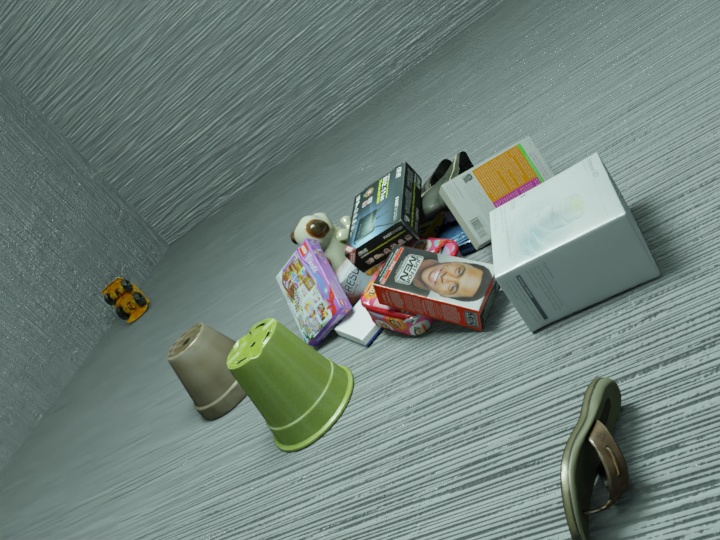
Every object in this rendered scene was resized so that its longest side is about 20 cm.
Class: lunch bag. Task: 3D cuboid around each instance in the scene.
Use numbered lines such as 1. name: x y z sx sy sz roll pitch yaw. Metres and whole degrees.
1. lunch bag: 0.112 0.028 1.132 0.175 0.082 0.201 12 56 43

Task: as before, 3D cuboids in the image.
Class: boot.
1. boot: 0.157 -0.191 1.491 0.174 0.070 0.200 -38 2 42
2. boot: 0.173 -0.174 1.249 0.137 0.078 0.200 -31 11 30

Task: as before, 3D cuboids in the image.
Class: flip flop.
1. flip flop: 0.256 0.199 0.620 0.057 0.082 0.201 1 39 38

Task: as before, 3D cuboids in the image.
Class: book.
1. book: 0.265 -0.144 1.098 0.198 0.135 0.048 -28 -14 -11

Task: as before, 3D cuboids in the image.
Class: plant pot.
1. plant pot: -0.365 0.228 1.428 0.199 0.174 0.201 -33 24 17
2. plant pot: -0.146 0.196 1.107 0.199 0.191 0.201 -34 22 16

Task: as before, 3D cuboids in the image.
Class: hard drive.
1. hard drive: 0.042 0.068 1.255 0.200 0.025 0.131 -48 23 -17

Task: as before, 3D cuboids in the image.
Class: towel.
1. towel: 0.242 -0.092 1.199 0.198 0.049 0.112 -25 26 34

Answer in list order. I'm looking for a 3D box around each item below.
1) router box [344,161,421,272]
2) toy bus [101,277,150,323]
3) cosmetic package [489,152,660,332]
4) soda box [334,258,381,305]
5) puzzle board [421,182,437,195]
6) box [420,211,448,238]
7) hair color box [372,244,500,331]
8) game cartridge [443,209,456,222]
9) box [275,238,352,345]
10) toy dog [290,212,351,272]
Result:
1. router box: 0.049 -0.111 1.206 0.149 0.062 0.202 -30 34 31
2. toy bus: -1.099 0.121 2.797 0.135 0.201 0.192 -38 15 3
3. cosmetic package: 0.314 -0.047 0.903 0.198 0.123 0.200 -28 25 25
4. soda box: 0.000 0.000 1.319 0.200 0.063 0.069 -48 26 33
5. puzzle board: 0.126 -0.125 1.365 0.199 0.017 0.151 -37 -17 -1
6. box: 0.169 -0.106 1.321 0.199 0.064 0.070 -39 22 7
7. hair color box: 0.132 0.026 1.023 0.197 0.062 0.102 13 55 27
8. game cartridge: 0.274 -0.172 1.220 0.200 0.039 0.129 -42 20 -33
9. box: -0.109 0.048 1.329 0.137 0.039 0.202 -48 55 30
10. toy dog: -0.081 -0.050 1.443 0.139 0.201 0.195 -6 39 54
